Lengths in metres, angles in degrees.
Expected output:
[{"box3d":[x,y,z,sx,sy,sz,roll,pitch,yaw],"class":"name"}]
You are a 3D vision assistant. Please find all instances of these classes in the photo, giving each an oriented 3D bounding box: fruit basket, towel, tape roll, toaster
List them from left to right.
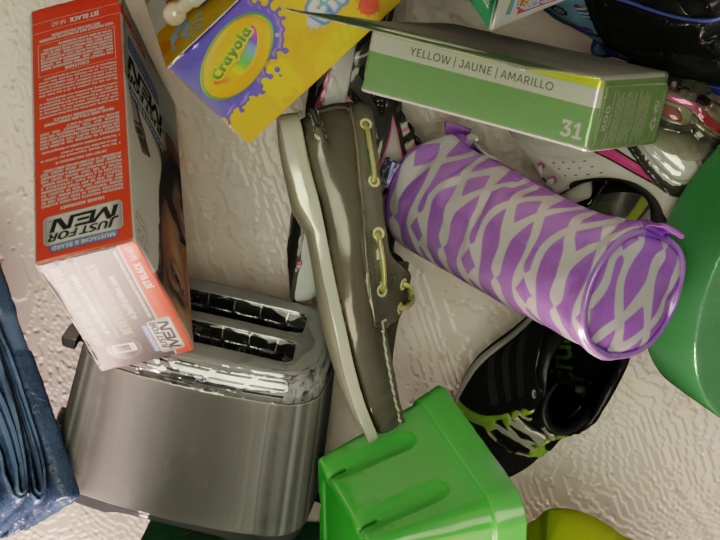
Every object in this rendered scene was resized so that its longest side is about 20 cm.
[{"box3d":[-0.245,0.068,1.190,0.048,0.112,0.201,-14,76,-36],"class":"towel"},{"box3d":[-0.093,0.087,1.184,0.199,0.114,0.130,13,120,5],"class":"toaster"},{"box3d":[0.085,0.186,1.167,0.215,0.156,0.217,-11,124,-18],"class":"fruit basket"},{"box3d":[0.258,-0.004,1.129,0.200,0.048,0.201,-20,127,-28],"class":"tape roll"}]

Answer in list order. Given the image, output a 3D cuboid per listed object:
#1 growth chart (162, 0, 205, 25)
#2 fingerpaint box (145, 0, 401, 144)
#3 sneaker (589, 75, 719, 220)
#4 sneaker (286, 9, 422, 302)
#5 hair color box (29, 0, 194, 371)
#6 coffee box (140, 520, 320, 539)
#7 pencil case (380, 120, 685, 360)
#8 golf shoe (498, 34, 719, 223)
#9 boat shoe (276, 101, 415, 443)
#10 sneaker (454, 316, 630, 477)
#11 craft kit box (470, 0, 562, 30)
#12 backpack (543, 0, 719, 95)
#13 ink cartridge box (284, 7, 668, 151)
[{"box3d":[-0.057,-0.230,1.102,0.144,0.201,0.018,-31,122,29],"class":"growth chart"},{"box3d":[-0.030,-0.192,1.113,0.200,0.167,0.073,-43,118,9],"class":"fingerpaint box"},{"box3d":[0.172,-0.064,1.184,0.200,0.074,0.081,-47,75,10],"class":"sneaker"},{"box3d":[0.007,-0.076,1.192,0.086,0.080,0.201,6,109,-9],"class":"sneaker"},{"box3d":[-0.148,-0.055,1.124,0.064,0.201,0.111,-13,142,7],"class":"hair color box"},{"box3d":[-0.089,0.208,1.177,0.122,0.200,0.044,0,103,2],"class":"coffee box"},{"box3d":[0.099,-0.019,1.105,0.084,0.200,0.086,25,95,-44],"class":"pencil case"},{"box3d":[0.120,-0.086,1.138,0.199,0.072,0.093,23,96,34],"class":"golf shoe"},{"box3d":[0.000,0.000,1.123,0.060,0.072,0.203,-14,93,-7],"class":"boat shoe"},{"box3d":[0.110,0.074,1.166,0.071,0.083,0.200,25,129,-7],"class":"sneaker"},{"box3d":[0.104,-0.243,0.993,0.197,0.049,0.200,-24,66,-14],"class":"craft kit box"},{"box3d":[0.165,-0.210,1.110,0.199,0.135,0.183,18,75,29],"class":"backpack"},{"box3d":[0.064,-0.102,1.017,0.145,0.200,0.048,17,104,27],"class":"ink cartridge box"}]
